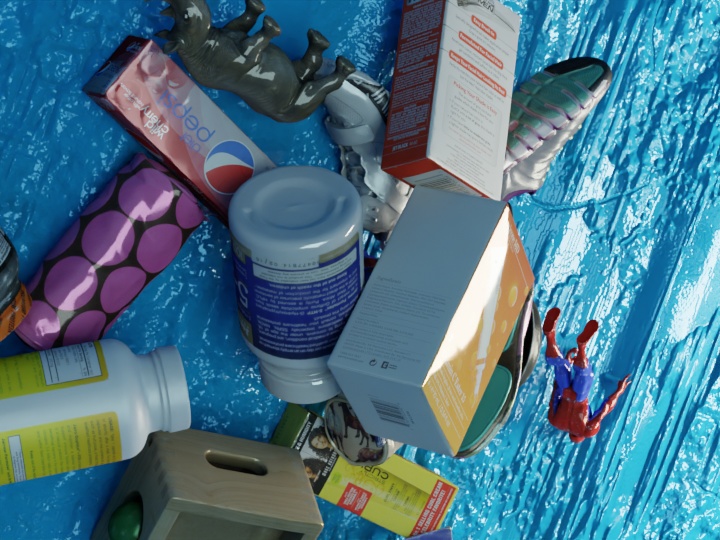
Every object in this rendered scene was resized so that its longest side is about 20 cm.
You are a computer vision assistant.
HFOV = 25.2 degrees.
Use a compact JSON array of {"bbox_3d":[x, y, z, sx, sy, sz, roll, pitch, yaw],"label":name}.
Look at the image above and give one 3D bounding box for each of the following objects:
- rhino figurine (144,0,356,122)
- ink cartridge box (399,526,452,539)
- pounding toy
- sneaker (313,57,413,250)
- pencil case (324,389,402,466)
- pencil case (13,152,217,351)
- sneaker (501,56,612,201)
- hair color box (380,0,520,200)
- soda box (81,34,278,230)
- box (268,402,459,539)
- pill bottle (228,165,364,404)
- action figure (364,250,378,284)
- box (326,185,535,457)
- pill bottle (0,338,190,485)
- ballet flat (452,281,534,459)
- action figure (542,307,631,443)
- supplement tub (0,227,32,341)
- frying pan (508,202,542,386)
[{"bbox_3d":[-0.106,-0.193,1.414,0.199,0.060,0.088,25,114,-32],"label":"rhino figurine"},{"bbox_3d":[0.016,0.375,1.626,0.198,0.041,0.202,-13,115,-15],"label":"ink cartridge box"},{"bbox_3d":[-0.161,0.214,1.480,0.199,0.143,0.185,15,120,-28],"label":"pounding toy"},{"bbox_3d":[-0.001,-0.108,1.523,0.200,0.075,0.115,40,79,-31],"label":"sneaker"},{"bbox_3d":[0.053,0.105,1.568,0.200,0.078,0.090,-38,149,-35],"label":"pencil case"},{"bbox_3d":[-0.223,-0.003,1.432,0.200,0.091,0.094,-48,143,-8],"label":"pencil case"},{"bbox_3d":[0.178,-0.132,1.625,0.200,0.074,0.088,-38,135,-9],"label":"sneaker"},{"bbox_3d":[0.086,-0.169,1.507,0.111,0.064,0.202,28,62,-41],"label":"hair color box"},{"bbox_3d":[-0.152,-0.119,1.452,0.070,0.063,0.200,-50,118,-9],"label":"soda box"},{"bbox_3d":[0.000,0.205,1.606,0.199,0.050,0.076,31,86,-29],"label":"box"},{"bbox_3d":[-0.054,0.018,1.449,0.119,0.120,0.201,-21,133,-21],"label":"pill bottle"},{"bbox_3d":[0.000,0.000,1.539,0.199,0.052,0.065,24,133,-21],"label":"action figure"},{"bbox_3d":[0.068,0.044,1.453,0.201,0.097,0.125,-63,149,-26],"label":"box"},{"bbox_3d":[-0.248,0.117,1.358,0.198,0.104,0.105,-10,106,-14],"label":"pill bottle"},{"bbox_3d":[0.129,0.090,1.549,0.071,0.069,0.202,45,58,-64],"label":"ballet flat"},{"bbox_3d":[0.234,0.101,1.681,0.099,0.065,0.201,-53,151,-33],"label":"action figure"},{"bbox_3d":[-0.366,-0.027,1.329,0.122,0.122,0.201,-37,115,-15],"label":"supplement tub"},{"bbox_3d":[0.146,0.040,1.637,0.031,0.115,0.191,11,52,-23],"label":"frying pan"}]
